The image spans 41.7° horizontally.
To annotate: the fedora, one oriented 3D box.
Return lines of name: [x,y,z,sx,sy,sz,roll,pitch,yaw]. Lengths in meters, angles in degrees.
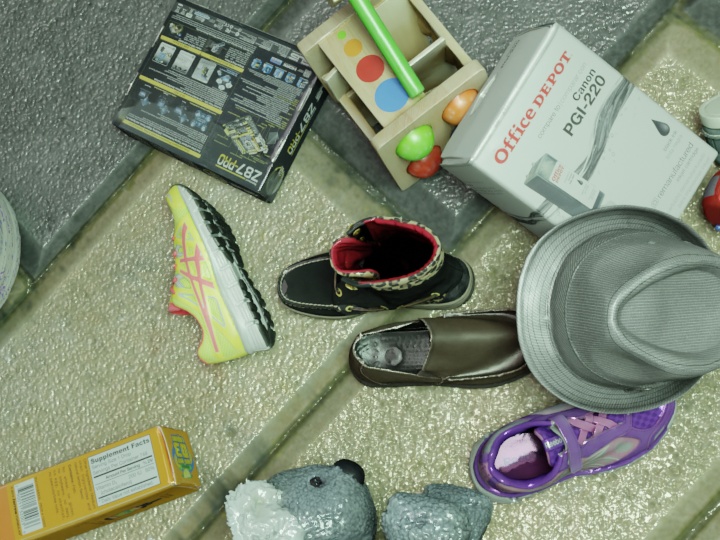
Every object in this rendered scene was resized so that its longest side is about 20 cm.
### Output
fedora: [0.236,0.034,0.773,0.199,0.090,0.178,5,89,-19]

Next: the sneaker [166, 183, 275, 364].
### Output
sneaker: [-0.165,0.005,0.964,0.090,0.078,0.201,-28,73,9]

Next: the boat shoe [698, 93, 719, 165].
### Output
boat shoe: [0.412,-0.153,0.871,0.199,0.073,0.062,-20,117,2]

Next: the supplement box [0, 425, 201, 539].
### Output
supplement box: [-0.266,0.220,0.948,0.199,0.067,0.069,-19,71,9]

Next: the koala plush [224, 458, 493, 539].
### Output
koala plush: [-0.016,0.242,0.825,0.199,0.177,0.185,25,89,18]

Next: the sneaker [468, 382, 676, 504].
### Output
sneaker: [0.188,0.148,0.837,0.199,0.088,0.081,-25,71,5]

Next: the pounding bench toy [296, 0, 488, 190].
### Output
pounding bench toy: [0.036,-0.186,0.889,0.124,0.200,0.156,-37,71,4]

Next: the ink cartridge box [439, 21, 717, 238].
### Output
ink cartridge box: [0.194,-0.102,0.844,0.199,0.085,0.146,33,87,-14]

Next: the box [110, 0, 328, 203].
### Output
box: [-0.147,-0.185,1.016,0.199,0.049,0.162,25,83,18]

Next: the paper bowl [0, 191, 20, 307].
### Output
paper bowl: [-0.463,-0.014,1.029,0.199,0.104,0.202,-3,78,13]

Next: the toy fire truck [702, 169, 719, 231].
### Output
toy fire truck: [0.371,0.005,0.830,0.200,0.049,0.141,39,82,9]

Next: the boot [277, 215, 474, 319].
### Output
boot: [0.000,0.000,0.883,0.199,0.151,0.074,1,78,14]

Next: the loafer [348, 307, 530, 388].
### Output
loafer: [0.080,0.077,0.888,0.199,0.071,0.074,-11,75,12]
